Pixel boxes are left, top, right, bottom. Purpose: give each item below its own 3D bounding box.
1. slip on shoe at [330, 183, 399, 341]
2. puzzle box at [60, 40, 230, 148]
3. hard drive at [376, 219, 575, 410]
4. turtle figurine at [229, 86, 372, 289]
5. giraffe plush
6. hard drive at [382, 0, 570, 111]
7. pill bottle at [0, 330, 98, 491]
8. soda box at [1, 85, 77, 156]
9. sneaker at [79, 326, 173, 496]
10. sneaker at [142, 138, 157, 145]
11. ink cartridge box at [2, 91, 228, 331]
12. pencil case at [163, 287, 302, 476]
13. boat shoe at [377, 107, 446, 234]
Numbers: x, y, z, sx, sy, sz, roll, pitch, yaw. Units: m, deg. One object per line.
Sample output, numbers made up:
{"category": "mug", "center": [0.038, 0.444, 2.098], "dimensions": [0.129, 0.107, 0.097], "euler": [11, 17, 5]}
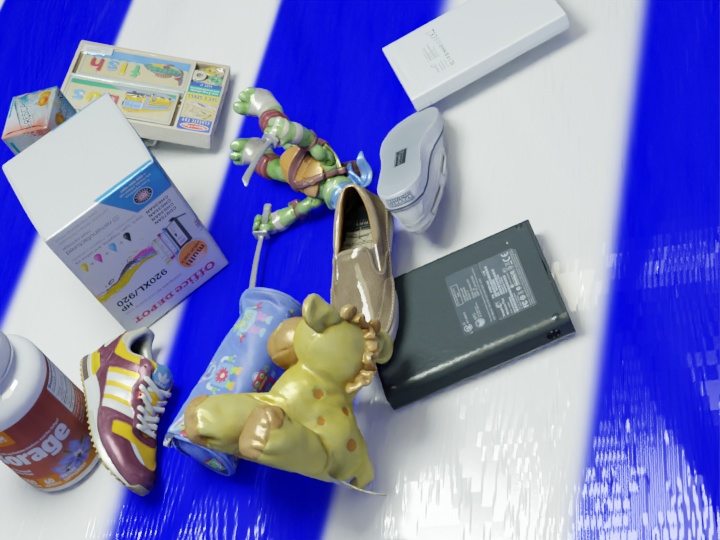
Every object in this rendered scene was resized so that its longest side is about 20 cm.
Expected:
{"category": "slip on shoe", "center": [0.000, 0.000, 1.364], "dimensions": [0.075, 0.061, 0.202], "euler": [-10, 54, 23]}
{"category": "puzzle box", "center": [-0.271, -0.221, 1.657], "dimensions": [0.198, 0.026, 0.134], "euler": [9, 50, 0]}
{"category": "hard drive", "center": [0.103, 0.043, 1.347], "dimensions": [0.198, 0.033, 0.140], "euler": [-24, 50, 8]}
{"category": "turtle figurine", "center": [-0.106, -0.115, 1.491], "dimensions": [0.199, 0.144, 0.194], "euler": [-36, 45, -8]}
{"category": "giraffe plush", "center": [-0.049, 0.109, 1.252], "dimensions": [0.198, 0.173, 0.164], "euler": [13, 80, 13]}
{"category": "hard drive", "center": [0.133, -0.272, 1.555], "dimensions": [0.199, 0.027, 0.132], "euler": [-29, 38, 4]}
{"category": "pill bottle", "center": [-0.358, 0.139, 1.385], "dimensions": [0.111, 0.200, 0.113], "euler": [-13, 51, 17]}
{"category": "soda box", "center": [-0.339, -0.123, 1.567], "dimensions": [0.063, 0.201, 0.069], "euler": [-10, 51, 18]}
{"category": "sneaker", "center": [-0.238, 0.143, 1.409], "dimensions": [0.090, 0.075, 0.201], "euler": [-32, 50, 7]}
{"category": "sneaker", "center": [-0.348, -0.154, 1.679], "dimensions": [0.199, 0.077, 0.081], "euler": [-30, 51, 5]}
{"category": "ink cartridge box", "center": [-0.271, -0.059, 1.489], "dimensions": [0.147, 0.200, 0.145], "euler": [-37, 51, -4]}
{"category": "pencil case", "center": [-0.128, 0.114, 1.376], "dimensions": [0.086, 0.078, 0.201], "euler": [7, 59, 37]}
{"category": "boat shoe", "center": [0.061, -0.109, 1.457], "dimensions": [0.073, 0.066, 0.201], "euler": [-18, 29, 26]}
